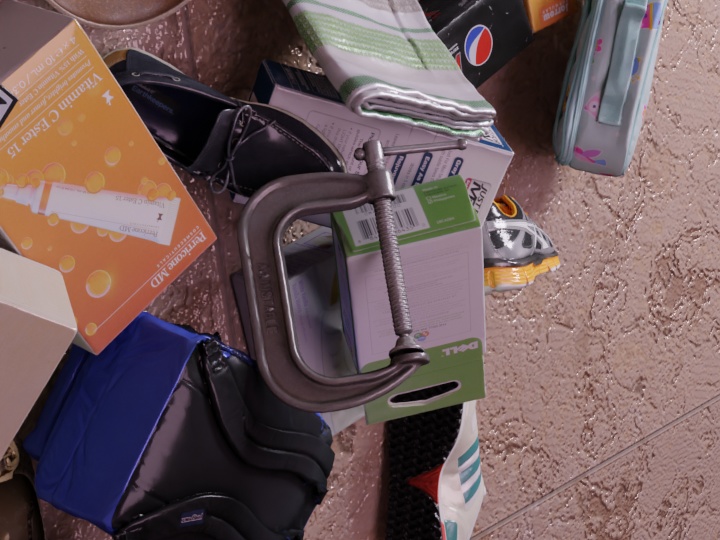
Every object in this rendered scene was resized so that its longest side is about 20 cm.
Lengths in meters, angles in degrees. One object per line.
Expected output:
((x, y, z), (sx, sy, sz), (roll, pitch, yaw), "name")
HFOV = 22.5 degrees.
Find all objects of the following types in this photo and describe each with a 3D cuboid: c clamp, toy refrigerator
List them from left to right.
((-0.259, 0.089, 1.170), (0.070, 0.076, 0.200), (23, 110, -29), "toy refrigerator")
((0.000, 0.000, 1.269), (0.170, 0.027, 0.201), (-1, 74, -8), "c clamp")

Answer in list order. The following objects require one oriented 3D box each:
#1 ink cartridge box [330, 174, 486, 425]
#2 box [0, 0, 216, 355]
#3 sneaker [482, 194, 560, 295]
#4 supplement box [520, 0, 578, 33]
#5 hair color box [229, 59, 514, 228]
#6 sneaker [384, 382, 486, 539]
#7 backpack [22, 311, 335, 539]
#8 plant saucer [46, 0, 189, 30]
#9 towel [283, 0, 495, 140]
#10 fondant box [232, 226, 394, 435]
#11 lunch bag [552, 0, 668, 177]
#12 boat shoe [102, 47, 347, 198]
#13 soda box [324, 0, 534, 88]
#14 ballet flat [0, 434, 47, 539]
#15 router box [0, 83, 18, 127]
((0.039, 0.026, 1.387), (0.103, 0.059, 0.200), (-14, 138, -7), "ink cartridge box")
((-0.209, -0.063, 1.224), (0.124, 0.097, 0.200), (-46, 128, -19), "box")
((0.121, -0.027, 1.529), (0.200, 0.078, 0.078), (-30, 107, -79), "sneaker")
((0.130, -0.304, 1.522), (0.066, 0.069, 0.201), (-30, 122, -33), "supplement box")
((0.005, -0.083, 1.387), (0.199, 0.061, 0.100), (15, 112, -20), "hair color box")
((0.073, 0.168, 1.587), (0.093, 0.070, 0.201), (-4, 101, -61), "sneaker")
((-0.124, 0.126, 1.306), (0.200, 0.168, 0.163), (34, 83, -45), "backpack")
((-0.166, -0.269, 1.252), (0.200, 0.037, 0.201), (-23, 125, -37), "plant saucer")
((0.008, -0.185, 1.351), (0.149, 0.200, 0.031), (8, 134, -45), "towel")
((-0.001, 0.034, 1.481), (0.200, 0.058, 0.145), (-30, 119, -37), "fondant box")
((0.219, -0.184, 1.578), (0.160, 0.077, 0.201), (-25, 127, -81), "lunch bag")
((-0.101, -0.094, 1.294), (0.199, 0.062, 0.075), (27, 109, -15), "boat shoe")
((0.052, -0.169, 1.480), (0.200, 0.063, 0.071), (-41, 125, -29), "soda box")
((-0.247, 0.197, 1.290), (0.067, 0.046, 0.201), (-22, 114, -39), "ballet flat")
((-0.312, -0.063, 1.061), (0.052, 0.200, 0.158), (42, 70, -44), "router box")
